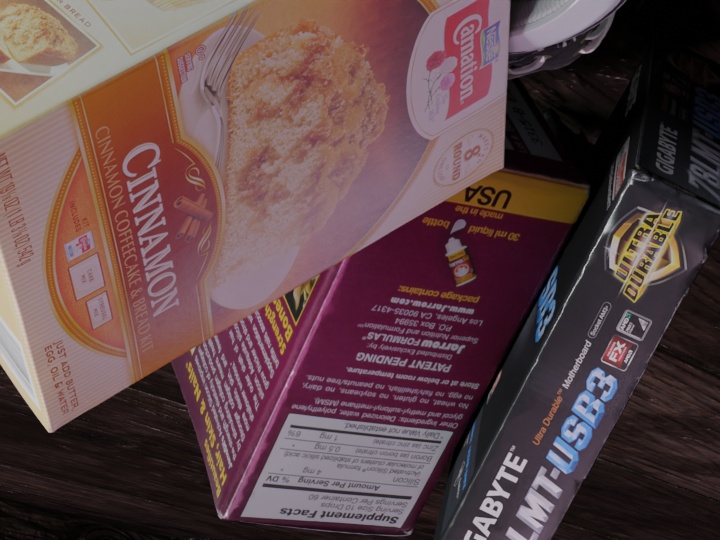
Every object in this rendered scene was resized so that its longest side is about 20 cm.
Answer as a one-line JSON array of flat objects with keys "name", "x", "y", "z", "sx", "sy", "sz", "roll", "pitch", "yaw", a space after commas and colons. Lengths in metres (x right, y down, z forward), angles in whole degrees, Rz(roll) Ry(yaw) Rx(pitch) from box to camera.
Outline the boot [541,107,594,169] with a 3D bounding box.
[{"name": "boot", "x": 0.058, "y": -0.028, "z": 1.098, "sx": 0.162, "sy": 0.199, "sz": 0.073, "roll": -39, "pitch": 170, "yaw": 35}]

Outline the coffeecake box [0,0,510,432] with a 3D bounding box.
[{"name": "coffeecake box", "x": -0.048, "y": -0.058, "z": 0.687, "sx": 0.199, "sy": 0.073, "sz": 0.154, "roll": -31, "pitch": 148, "yaw": -18}]

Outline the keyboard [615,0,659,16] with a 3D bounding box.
[{"name": "keyboard", "x": 0.081, "y": -0.137, "z": 0.814, "sx": 0.126, "sy": 0.021, "sz": 0.200, "roll": 9, "pitch": 167, "yaw": -8}]

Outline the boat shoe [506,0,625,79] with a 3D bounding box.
[{"name": "boat shoe", "x": 0.065, "y": -0.112, "z": 0.776, "sx": 0.070, "sy": 0.073, "sz": 0.200, "roll": 11, "pitch": 178, "yaw": -22}]

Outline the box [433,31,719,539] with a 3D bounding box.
[{"name": "box", "x": 0.099, "y": 0.015, "z": 0.890, "sx": 0.049, "sy": 0.200, "sz": 0.200, "roll": 24, "pitch": -155, "yaw": -1}]

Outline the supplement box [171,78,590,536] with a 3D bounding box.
[{"name": "supplement box", "x": 0.000, "y": 0.000, "z": 0.901, "sx": 0.102, "sy": 0.131, "sz": 0.201, "roll": 9, "pitch": 124, "yaw": -27}]
